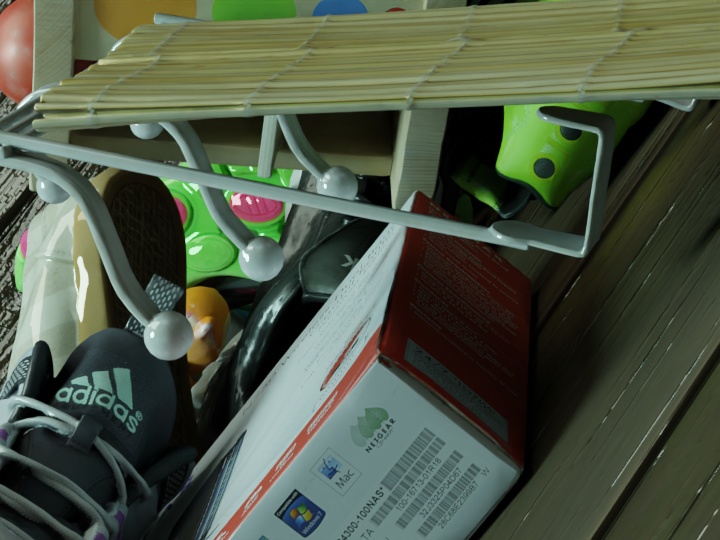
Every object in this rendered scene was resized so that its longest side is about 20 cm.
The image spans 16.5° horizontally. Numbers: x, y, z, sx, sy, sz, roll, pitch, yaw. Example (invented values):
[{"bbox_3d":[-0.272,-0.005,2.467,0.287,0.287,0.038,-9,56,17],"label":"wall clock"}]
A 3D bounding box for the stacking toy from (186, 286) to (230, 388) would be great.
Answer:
[{"bbox_3d":[-0.104,0.089,0.946,0.201,0.109,0.116,-58,10,-23],"label":"stacking toy"}]

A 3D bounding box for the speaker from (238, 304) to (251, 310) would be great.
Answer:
[{"bbox_3d":[-0.004,-0.051,1.076,0.200,0.088,0.089,-34,18,49],"label":"speaker"}]

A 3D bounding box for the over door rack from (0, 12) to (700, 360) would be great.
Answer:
[{"bbox_3d":[-0.006,-0.029,0.697,0.148,0.199,0.067,-46,-48,-62],"label":"over door rack"}]

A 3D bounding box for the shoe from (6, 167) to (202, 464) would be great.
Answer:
[{"bbox_3d":[-0.093,0.064,0.875,0.053,0.070,0.202,-11,72,31],"label":"shoe"}]

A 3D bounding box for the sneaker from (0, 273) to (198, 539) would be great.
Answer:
[{"bbox_3d":[-0.091,0.058,0.728,0.140,0.078,0.200,-55,6,-16],"label":"sneaker"}]

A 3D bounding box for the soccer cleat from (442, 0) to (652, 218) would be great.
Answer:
[{"bbox_3d":[0.056,-0.063,0.870,0.081,0.067,0.200,-57,8,2],"label":"soccer cleat"}]

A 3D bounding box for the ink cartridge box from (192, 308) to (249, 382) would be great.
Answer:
[{"bbox_3d":[-0.103,0.090,1.106,0.146,0.084,0.200,-51,5,15],"label":"ink cartridge box"}]

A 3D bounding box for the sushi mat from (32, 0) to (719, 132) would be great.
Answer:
[{"bbox_3d":[0.023,-0.054,0.629,0.096,0.198,0.012,-49,-44,-68],"label":"sushi mat"}]

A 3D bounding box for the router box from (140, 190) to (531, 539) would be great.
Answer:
[{"bbox_3d":[-0.031,0.086,0.712,0.200,0.049,0.180,-51,6,14],"label":"router box"}]

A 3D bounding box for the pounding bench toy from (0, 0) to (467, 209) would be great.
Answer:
[{"bbox_3d":[-0.049,-0.135,0.868,0.201,0.155,0.125,-92,8,-46],"label":"pounding bench toy"}]

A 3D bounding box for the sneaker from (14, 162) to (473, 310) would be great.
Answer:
[{"bbox_3d":[-0.047,-0.020,1.021,0.199,0.077,0.084,-9,6,22],"label":"sneaker"}]

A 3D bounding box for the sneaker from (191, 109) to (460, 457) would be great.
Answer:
[{"bbox_3d":[0.000,0.000,0.908,0.201,0.066,0.090,-64,15,-15],"label":"sneaker"}]
